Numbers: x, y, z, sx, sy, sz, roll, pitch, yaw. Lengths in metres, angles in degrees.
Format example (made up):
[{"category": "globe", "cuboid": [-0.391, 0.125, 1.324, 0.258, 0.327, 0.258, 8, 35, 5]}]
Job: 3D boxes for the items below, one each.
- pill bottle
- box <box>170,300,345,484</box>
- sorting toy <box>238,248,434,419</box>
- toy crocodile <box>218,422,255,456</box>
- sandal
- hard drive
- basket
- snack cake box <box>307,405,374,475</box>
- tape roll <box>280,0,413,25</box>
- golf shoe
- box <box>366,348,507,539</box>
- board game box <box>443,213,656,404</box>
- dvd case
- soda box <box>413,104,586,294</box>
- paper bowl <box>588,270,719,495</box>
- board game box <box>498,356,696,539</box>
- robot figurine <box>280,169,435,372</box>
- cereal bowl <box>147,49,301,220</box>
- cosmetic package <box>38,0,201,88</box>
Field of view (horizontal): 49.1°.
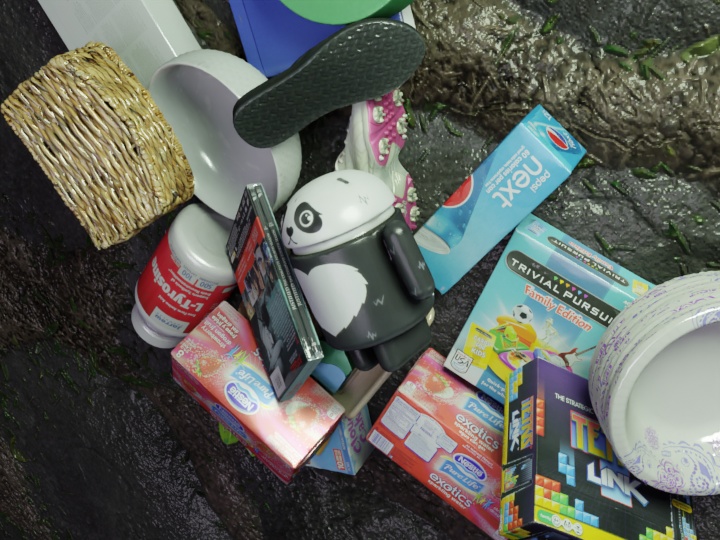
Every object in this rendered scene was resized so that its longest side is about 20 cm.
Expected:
[{"category": "pill bottle", "cuboid": [-0.224, 0.014, 1.023, 0.112, 0.112, 0.200, 44, 130, 3]}, {"category": "box", "cuboid": [-0.125, 0.147, 0.941, 0.200, 0.095, 0.100, 41, 154, 9]}, {"category": "sorting toy", "cuboid": [-0.038, 0.050, 0.905, 0.200, 0.036, 0.186, 42, 118, 11]}, {"category": "toy crocodile", "cuboid": [-0.167, 0.177, 1.073, 0.200, 0.067, 0.062, 47, 134, 48]}, {"category": "sandal", "cuboid": [-0.035, -0.187, 0.751, 0.199, 0.048, 0.076, -23, 132, 14]}, {"category": "hard drive", "cuboid": [-0.048, -0.280, 0.809, 0.198, 0.025, 0.133, -3, 113, 33]}, {"category": "basket", "cuboid": [-0.269, -0.154, 0.896, 0.142, 0.149, 0.201, -28, 102, 28]}, {"category": "snack cake box", "cuboid": [-0.059, 0.158, 1.030, 0.114, 0.067, 0.202, 1, 115, 30]}, {"category": "tape roll", "cuboid": [-0.014, -0.328, 0.716, 0.199, 0.048, 0.203, 10, 110, 29]}, {"category": "golf shoe", "cuboid": [0.004, -0.122, 0.835, 0.091, 0.075, 0.202, 7, 118, 32]}, {"category": "box", "cuboid": [0.122, 0.200, 0.913, 0.199, 0.095, 0.100, 36, 129, 10]}, {"category": "board game box", "cuboid": [0.194, 0.063, 0.834, 0.150, 0.047, 0.201, 31, 128, 13]}, {"category": "dvd case", "cuboid": [-0.098, 0.028, 0.856, 0.202, 0.022, 0.146, 69, 155, 19]}, {"category": "soda box", "cuboid": [0.129, -0.067, 0.793, 0.068, 0.064, 0.200, 44, 129, 3]}, {"category": "paper bowl", "cuboid": [0.307, 0.094, 0.715, 0.198, 0.105, 0.203, -1, 117, -2]}, {"category": "board game box", "cuboid": [0.231, 0.198, 0.760, 0.199, 0.167, 0.057, 24, 143, -19]}, {"category": "robot figurine", "cuboid": [-0.002, 0.001, 0.785, 0.149, 0.125, 0.202, -20, 104, 13]}, {"category": "cereal bowl", "cuboid": [-0.140, -0.157, 0.881, 0.199, 0.083, 0.201, 28, 143, 24]}, {"category": "cosmetic package", "cuboid": [-0.290, -0.298, 0.932, 0.150, 0.052, 0.201, -23, 102, 37]}]
